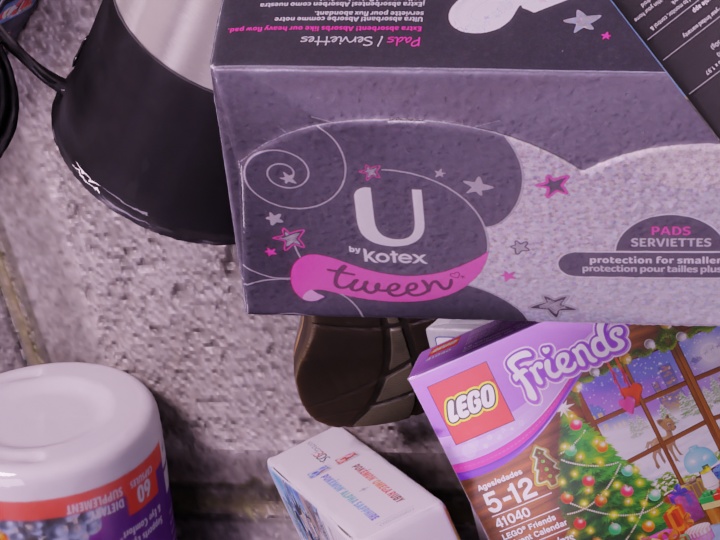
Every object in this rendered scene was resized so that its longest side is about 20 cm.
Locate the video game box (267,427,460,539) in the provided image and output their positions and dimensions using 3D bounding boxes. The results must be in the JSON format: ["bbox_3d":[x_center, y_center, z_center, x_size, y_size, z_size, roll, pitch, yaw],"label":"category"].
[{"bbox_3d":[0.034,0.178,1.220,0.200,0.047,0.182,66,168,-13],"label":"video game box"}]

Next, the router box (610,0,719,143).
[{"bbox_3d":[0.142,-0.126,0.919,0.051,0.200,0.149,-38,90,39],"label":"router box"}]

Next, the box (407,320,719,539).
[{"bbox_3d":[0.137,0.058,1.084,0.200,0.039,0.137,-24,100,15],"label":"box"}]

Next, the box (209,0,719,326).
[{"bbox_3d":[0.055,-0.060,1.005,0.200,0.115,0.132,2,136,8],"label":"box"}]

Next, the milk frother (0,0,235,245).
[{"bbox_3d":[-0.092,-0.118,1.107,0.180,0.200,0.188,40,132,17],"label":"milk frother"}]

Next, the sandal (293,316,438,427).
[{"bbox_3d":[0.000,0.000,1.179,0.082,0.055,0.200,-9,141,10],"label":"sandal"}]

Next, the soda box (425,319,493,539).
[{"bbox_3d":[0.091,0.099,1.180,0.063,0.068,0.200,0,115,36],"label":"soda box"}]

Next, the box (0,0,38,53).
[{"bbox_3d":[-0.239,-0.119,1.328,0.137,0.038,0.200,46,133,7],"label":"box"}]

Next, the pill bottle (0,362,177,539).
[{"bbox_3d":[-0.141,0.156,1.361,0.111,0.111,0.200,12,122,32],"label":"pill bottle"}]
